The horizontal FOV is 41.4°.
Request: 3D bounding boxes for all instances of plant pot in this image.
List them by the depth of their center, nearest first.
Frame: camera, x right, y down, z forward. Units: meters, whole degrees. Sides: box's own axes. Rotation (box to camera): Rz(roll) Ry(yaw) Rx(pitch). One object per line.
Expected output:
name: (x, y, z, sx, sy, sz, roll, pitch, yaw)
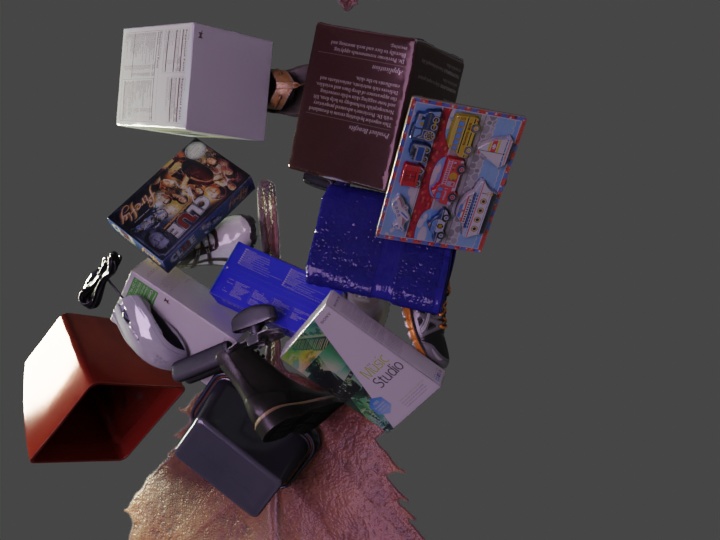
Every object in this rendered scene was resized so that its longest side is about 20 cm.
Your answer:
plant pot: (-0.450, 0.187, 1.591, 0.200, 0.198, 0.177, -47, 59, 21)

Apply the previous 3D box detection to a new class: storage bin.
storage bin: (-0.171, 0.257, 1.416, 0.199, 0.135, 0.146, 37, 113, -2)

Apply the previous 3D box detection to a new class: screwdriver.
screwdriver: (-0.004, -0.123, 1.413, 0.197, 0.028, 0.030, 14, 135, 33)

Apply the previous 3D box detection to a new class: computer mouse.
computer mouse: (-0.343, 0.077, 1.450, 0.109, 0.044, 0.201, -40, 95, 27)

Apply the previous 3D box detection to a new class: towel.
towel: (0.032, -0.030, 1.303, 0.196, 0.050, 0.151, 12, 77, 8)

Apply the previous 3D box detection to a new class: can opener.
can opener: (-0.199, 0.109, 1.422, 0.197, 0.053, 0.068, -23, 70, 25)

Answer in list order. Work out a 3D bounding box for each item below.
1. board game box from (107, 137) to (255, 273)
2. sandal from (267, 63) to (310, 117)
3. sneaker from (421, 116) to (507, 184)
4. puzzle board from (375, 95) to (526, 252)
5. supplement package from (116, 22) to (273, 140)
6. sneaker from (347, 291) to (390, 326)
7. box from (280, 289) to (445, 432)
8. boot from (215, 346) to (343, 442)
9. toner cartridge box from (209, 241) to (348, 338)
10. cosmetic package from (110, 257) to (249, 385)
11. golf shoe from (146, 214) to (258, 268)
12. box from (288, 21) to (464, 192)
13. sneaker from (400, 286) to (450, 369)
board game box: (-0.282, -0.107, 1.505, 0.134, 0.035, 0.200, 33, 67, 24)
sandal: (-0.129, -0.285, 1.471, 0.197, 0.054, 0.084, 13, 96, 30)
sneaker: (0.126, -0.169, 1.259, 0.079, 0.200, 0.090, -24, 61, 19)
puzzle board: (0.112, -0.114, 1.202, 0.147, 0.018, 0.203, 8, 125, -10)
supplement package: (-0.256, -0.286, 1.462, 0.198, 0.150, 0.154, 11, 96, 45)
sneaker: (0.000, 0.000, 1.378, 0.069, 0.093, 0.205, 10, 95, 29)
box: (0.001, 0.132, 1.334, 0.198, 0.037, 0.145, 36, 132, -7)
boot: (-0.112, 0.164, 1.384, 0.077, 0.199, 0.139, -44, 70, 16)
toner cartridge box: (-0.124, 0.038, 1.447, 0.197, 0.043, 0.096, 23, 71, 22)
cosmetic package: (-0.278, 0.078, 1.502, 0.198, 0.085, 0.109, 32, 117, 4)
golf shoe: (-0.257, -0.041, 1.526, 0.197, 0.094, 0.080, -16, 82, 27)
box: (0.024, -0.219, 1.322, 0.163, 0.163, 0.204, 17, 99, 27)
sneaker: (0.095, 0.040, 1.339, 0.076, 0.078, 0.204, -17, 88, 10)
